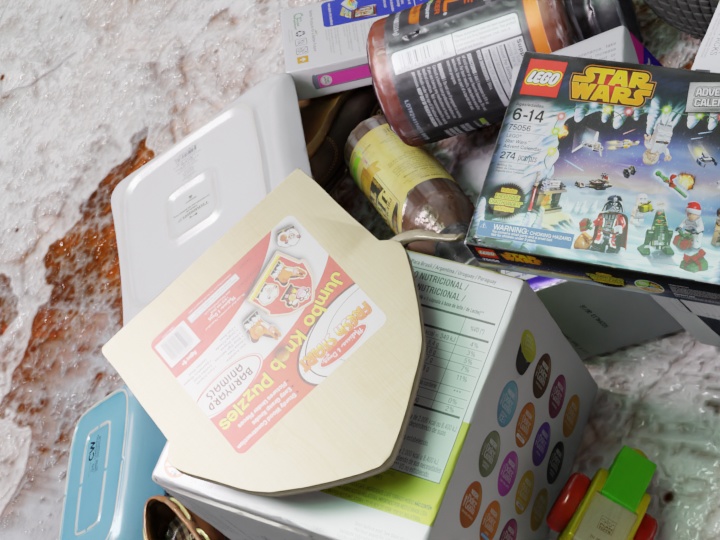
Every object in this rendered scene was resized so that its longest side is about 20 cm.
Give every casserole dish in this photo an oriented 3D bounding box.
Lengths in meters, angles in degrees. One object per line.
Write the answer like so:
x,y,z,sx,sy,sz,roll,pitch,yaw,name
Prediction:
-0.207,0.177,1.650,0.121,0.039,0.201,-32,42,41,casserole dish

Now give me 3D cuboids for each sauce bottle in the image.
0.050,-0.050,1.554,0.065,0.065,0.200,-47,39,9,sauce bottle

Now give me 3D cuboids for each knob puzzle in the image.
-0.041,0.058,1.245,0.218,0.030,0.222,-9,63,17,knob puzzle

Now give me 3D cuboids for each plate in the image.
-0.124,-0.045,1.566,0.199,0.032,0.201,-33,45,23,plate

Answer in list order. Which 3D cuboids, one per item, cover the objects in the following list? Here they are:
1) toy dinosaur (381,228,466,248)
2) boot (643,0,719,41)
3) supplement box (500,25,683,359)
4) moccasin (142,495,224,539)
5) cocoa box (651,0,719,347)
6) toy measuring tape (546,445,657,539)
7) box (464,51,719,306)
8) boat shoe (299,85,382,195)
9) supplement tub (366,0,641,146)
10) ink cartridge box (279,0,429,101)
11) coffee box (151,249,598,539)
0.000,0.000,1.508,0.088,0.048,0.200,-26,2,-25,toy dinosaur
0.307,-0.230,1.439,0.199,0.068,0.131,11,67,39,boot
0.169,-0.055,1.416,0.103,0.101,0.202,-19,52,34,supplement box
-0.121,0.248,1.507,0.073,0.078,0.202,-38,43,18,moccasin
0.279,-0.056,1.284,0.131,0.133,0.201,13,73,45,cocoa box
0.141,0.189,1.276,0.073,0.074,0.200,-11,31,39,toy measuring tape
0.176,-0.056,1.214,0.198,0.040,0.138,9,70,26,box
-0.017,-0.131,1.667,0.070,0.071,0.200,6,47,38,boat shoe
0.112,-0.172,1.532,0.198,0.107,0.108,-17,52,17,supplement tub
0.033,-0.200,1.645,0.198,0.037,0.095,-14,40,5,ink cartridge box
0.018,0.107,1.334,0.199,0.200,0.199,14,72,26,coffee box
